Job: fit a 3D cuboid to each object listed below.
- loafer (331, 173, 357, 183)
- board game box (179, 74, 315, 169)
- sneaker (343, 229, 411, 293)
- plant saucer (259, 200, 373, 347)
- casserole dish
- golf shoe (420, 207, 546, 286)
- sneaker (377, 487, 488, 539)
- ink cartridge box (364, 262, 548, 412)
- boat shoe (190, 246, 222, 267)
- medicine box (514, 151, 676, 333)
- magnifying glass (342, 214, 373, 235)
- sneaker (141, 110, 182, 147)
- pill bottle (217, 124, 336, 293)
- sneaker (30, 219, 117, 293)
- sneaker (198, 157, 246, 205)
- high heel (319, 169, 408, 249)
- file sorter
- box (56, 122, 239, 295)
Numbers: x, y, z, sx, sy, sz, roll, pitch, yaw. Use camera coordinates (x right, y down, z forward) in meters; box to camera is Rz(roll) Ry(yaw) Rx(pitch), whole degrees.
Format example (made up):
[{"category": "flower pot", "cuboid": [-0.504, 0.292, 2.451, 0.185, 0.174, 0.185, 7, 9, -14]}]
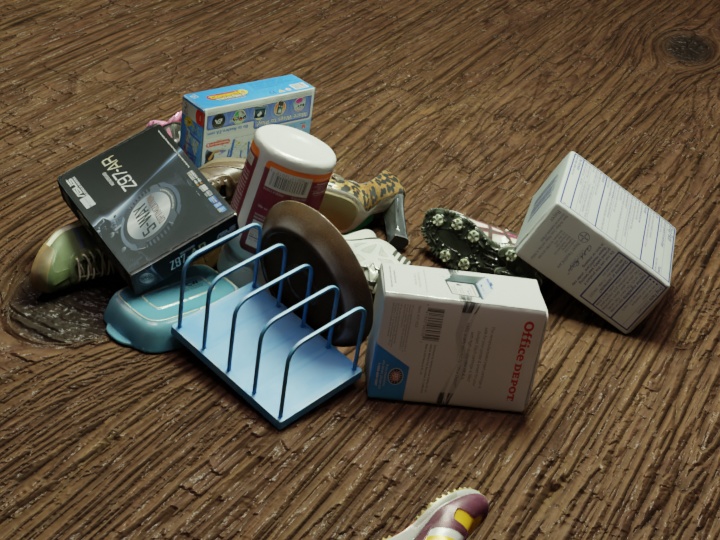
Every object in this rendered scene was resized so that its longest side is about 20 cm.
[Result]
[{"category": "loafer", "cuboid": [-0.073, -0.120, 1.912, 0.198, 0.064, 0.072, -9, 31, -40]}, {"category": "board game box", "cuboid": [-0.166, -0.165, 1.880, 0.198, 0.198, 0.056, -17, 38, -39]}, {"category": "sneaker", "cuboid": [0.000, 0.000, 1.758, 0.115, 0.077, 0.200, 27, 27, 29]}, {"category": "plant saucer", "cuboid": [-0.063, 0.012, 1.615, 0.199, 0.202, 0.032, 32, 49, 33]}, {"category": "casserole dish", "cuboid": [-0.232, 0.042, 1.668, 0.199, 0.039, 0.121, -19, 41, -41]}, {"category": "golf shoe", "cuboid": [0.180, -0.032, 1.893, 0.198, 0.078, 0.088, 28, 23, 14]}, {"category": "sneaker", "cuboid": [0.074, 0.294, 1.307, 0.199, 0.076, 0.090, -27, 53, -37]}, {"category": "ink cartridge box", "cuboid": [0.112, 0.082, 1.591, 0.197, 0.148, 0.086, 6, 28, -7]}, {"category": "boat shoe", "cuboid": [-0.218, -0.046, 1.803, 0.199, 0.073, 0.072, -22, 22, -36]}, {"category": "medicine box", "cuboid": [0.334, -0.042, 1.844, 0.199, 0.103, 0.183, 36, 31, -4]}, {"category": "magnifying glass", "cuboid": [-0.032, -0.066, 1.927, 0.079, 0.023, 0.201, 14, 31, 7]}, {"category": "sneaker", "cuboid": [-0.293, -0.169, 1.917, 0.079, 0.199, 0.096, 45, 63, -15]}, {"category": "pill bottle", "cuboid": [-0.114, -0.078, 1.728, 0.113, 0.202, 0.115, 18, 24, -9]}, {"category": "sneaker", "cuboid": [-0.343, -0.025, 1.716, 0.089, 0.068, 0.200, 11, 26, 14]}, {"category": "sneaker", "cuboid": [-0.225, -0.097, 1.775, 0.197, 0.071, 0.076, -12, 33, -7]}, {"category": "high heel", "cuboid": [-0.014, -0.122, 1.908, 0.199, 0.071, 0.144, 27, 39, -31]}, {"category": "file sorter", "cuboid": [-0.107, 0.058, 1.556, 0.199, 0.124, 0.138, 38, 47, 28]}, {"category": "box", "cuboid": [-0.274, -0.083, 1.693, 0.159, 0.044, 0.200, -30, 58, -19]}]
